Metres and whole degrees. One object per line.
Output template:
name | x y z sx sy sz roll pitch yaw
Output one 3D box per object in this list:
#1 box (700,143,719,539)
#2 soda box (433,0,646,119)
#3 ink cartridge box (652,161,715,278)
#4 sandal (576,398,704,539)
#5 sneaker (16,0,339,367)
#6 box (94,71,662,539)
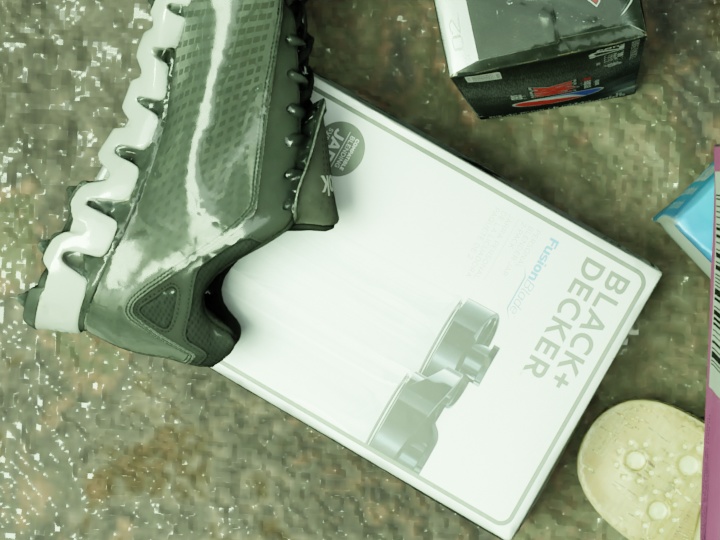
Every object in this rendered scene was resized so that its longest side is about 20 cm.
box | 0.203 0.051 0.690 0.199 0.097 0.177 1 93 4
soda box | 0.059 -0.095 0.796 0.063 0.200 0.071 -12 88 5
ink cartridge box | 0.225 -0.036 0.807 0.200 0.145 0.147 -45 86 4
sandal | 0.174 0.112 0.848 0.211 0.070 0.078 27 92 5
sneaker | -0.040 -0.055 0.815 0.090 0.066 0.200 25 96 3
box | 0.000 0.000 0.871 0.200 0.060 0.117 31 93 5
